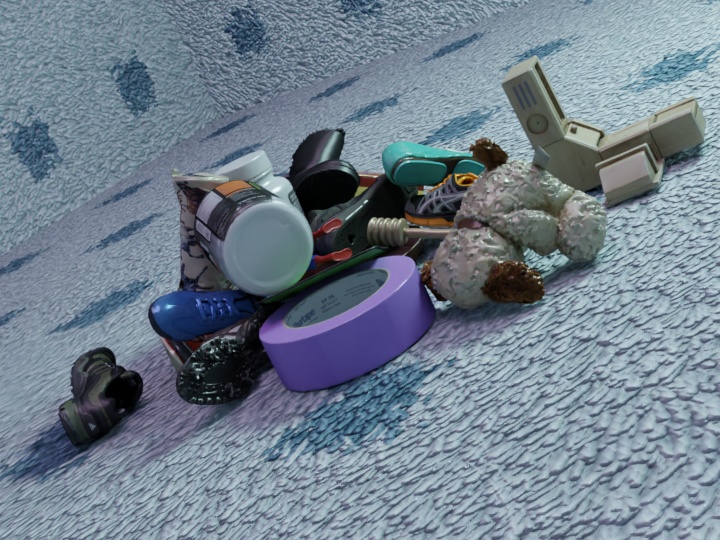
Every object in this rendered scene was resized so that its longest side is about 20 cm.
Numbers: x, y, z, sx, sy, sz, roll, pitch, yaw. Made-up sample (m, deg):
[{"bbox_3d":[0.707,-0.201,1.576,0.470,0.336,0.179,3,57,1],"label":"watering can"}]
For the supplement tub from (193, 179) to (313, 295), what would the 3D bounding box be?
[{"bbox_3d":[-0.144,-0.048,1.484,0.122,0.123,0.200,-29,21,-11],"label":"supplement tub"}]

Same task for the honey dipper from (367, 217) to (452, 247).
[{"bbox_3d":[0.104,-0.045,1.473,0.199,0.038,0.038,4,28,27],"label":"honey dipper"}]

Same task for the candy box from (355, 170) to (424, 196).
[{"bbox_3d":[0.011,-0.129,1.834,0.116,0.057,0.200,2,6,-20],"label":"candy box"}]

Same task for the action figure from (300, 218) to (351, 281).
[{"bbox_3d":[-0.083,-0.016,1.556,0.052,0.066,0.199,-24,2,-40],"label":"action figure"}]

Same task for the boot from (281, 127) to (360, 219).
[{"bbox_3d":[-0.057,-0.154,1.760,0.198,0.073,0.163,-33,28,44],"label":"boot"}]

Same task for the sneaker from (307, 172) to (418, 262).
[{"bbox_3d":[-0.007,-0.079,1.630,0.114,0.077,0.199,1,36,47],"label":"sneaker"}]

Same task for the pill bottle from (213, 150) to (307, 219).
[{"bbox_3d":[-0.133,-0.066,1.675,0.110,0.201,0.111,-23,14,6],"label":"pill bottle"}]

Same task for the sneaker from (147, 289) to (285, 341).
[{"bbox_3d":[-0.179,0.049,1.484,0.078,0.066,0.199,-27,-20,38],"label":"sneaker"}]

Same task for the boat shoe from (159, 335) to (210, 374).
[{"bbox_3d":[-0.229,0.100,1.543,0.062,0.072,0.200,-25,11,-9],"label":"boat shoe"}]

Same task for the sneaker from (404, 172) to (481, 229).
[{"bbox_3d":[0.129,-0.094,1.548,0.078,0.078,0.199,-6,8,-34],"label":"sneaker"}]

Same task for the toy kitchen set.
[{"bbox_3d":[0.299,-0.192,1.438,0.199,0.181,0.163,-22,16,27],"label":"toy kitchen set"}]

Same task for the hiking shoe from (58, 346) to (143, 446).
[{"bbox_3d":[-0.328,0.159,1.522,0.100,0.076,0.200,-16,25,4],"label":"hiking shoe"}]

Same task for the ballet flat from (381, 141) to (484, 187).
[{"bbox_3d":[0.113,-0.148,1.629,0.199,0.068,0.071,6,37,-34],"label":"ballet flat"}]

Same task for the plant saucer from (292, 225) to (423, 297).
[{"bbox_3d":[0.000,0.000,1.565,0.199,0.035,0.200,-23,16,7],"label":"plant saucer"}]

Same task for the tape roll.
[{"bbox_3d":[-0.015,0.059,1.340,0.199,0.066,0.200,-25,15,7],"label":"tape roll"}]

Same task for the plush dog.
[{"bbox_3d":[0.147,-0.034,1.281,0.199,0.160,0.172,-1,52,55],"label":"plush dog"}]

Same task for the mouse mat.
[{"bbox_3d":[-0.043,0.006,1.427,0.160,0.008,0.200,-26,-3,5],"label":"mouse mat"}]

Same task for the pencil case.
[{"bbox_3d":[-0.219,-0.043,1.609,0.089,0.202,0.078,-2,13,-4],"label":"pencil case"}]

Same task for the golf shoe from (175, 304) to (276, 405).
[{"bbox_3d":[-0.167,0.115,1.399,0.094,0.078,0.200,-24,5,36],"label":"golf shoe"}]
